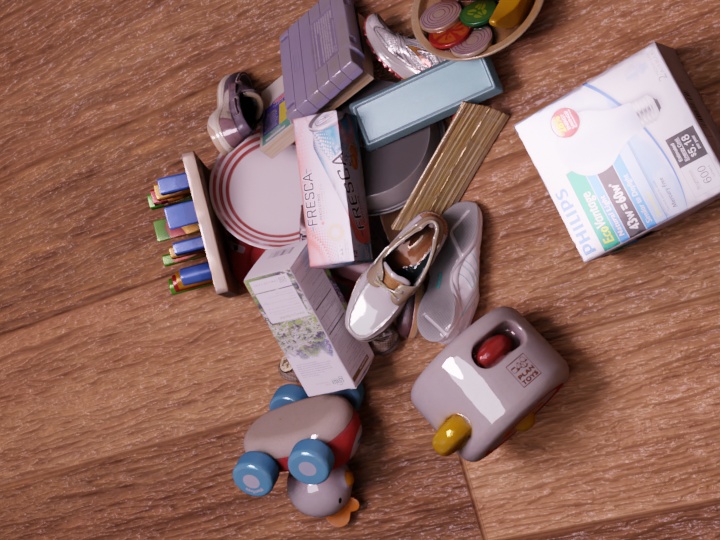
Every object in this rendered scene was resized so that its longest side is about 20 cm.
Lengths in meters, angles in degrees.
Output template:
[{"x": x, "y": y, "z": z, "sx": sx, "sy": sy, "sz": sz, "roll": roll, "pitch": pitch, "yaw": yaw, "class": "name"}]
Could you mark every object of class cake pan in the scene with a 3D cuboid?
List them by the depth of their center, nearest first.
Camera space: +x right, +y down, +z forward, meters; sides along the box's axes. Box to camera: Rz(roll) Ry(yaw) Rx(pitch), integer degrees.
[{"x": 0.016, "y": -0.173, "z": 1.611, "sx": 0.200, "sy": 0.037, "sz": 0.200, "roll": -6, "pitch": 71, "yaw": 16, "class": "cake pan"}]

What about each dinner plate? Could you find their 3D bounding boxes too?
[{"x": -0.114, "y": -0.118, "z": 1.684, "sx": 0.200, "sy": 0.024, "sz": 0.200, "roll": 1, "pitch": 68, "yaw": -3, "class": "dinner plate"}]

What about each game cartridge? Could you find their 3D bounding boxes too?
[{"x": -0.053, "y": -0.297, "z": 1.619, "sx": 0.130, "sy": 0.038, "sz": 0.200, "roll": -33, "pitch": 39, "yaw": 23, "class": "game cartridge"}]

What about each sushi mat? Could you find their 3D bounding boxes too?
[{"x": 0.120, "y": -0.133, "z": 1.575, "sx": 0.012, "sy": 0.096, "sz": 0.200, "roll": 46, "pitch": 115, "yaw": 40, "class": "sushi mat"}]

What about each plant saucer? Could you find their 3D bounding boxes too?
[{"x": 0.083, "y": -0.226, "z": 1.551, "sx": 0.200, "sy": 0.019, "sz": 0.070, "roll": -23, "pitch": 87, "yaw": 18, "class": "plant saucer"}]

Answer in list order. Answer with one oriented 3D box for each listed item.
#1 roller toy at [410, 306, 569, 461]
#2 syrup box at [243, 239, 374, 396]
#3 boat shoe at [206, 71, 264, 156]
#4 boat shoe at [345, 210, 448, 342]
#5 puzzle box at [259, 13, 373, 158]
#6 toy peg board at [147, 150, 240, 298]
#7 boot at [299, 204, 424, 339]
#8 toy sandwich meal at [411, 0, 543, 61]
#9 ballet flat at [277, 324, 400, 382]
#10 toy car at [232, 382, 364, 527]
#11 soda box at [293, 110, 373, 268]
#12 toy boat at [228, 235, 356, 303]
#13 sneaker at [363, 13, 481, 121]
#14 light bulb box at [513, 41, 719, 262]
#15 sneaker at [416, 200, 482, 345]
[{"x": 0.170, "y": 0.151, "z": 1.520, "sx": 0.140, "sy": 0.200, "sz": 0.182, "roll": 47, "pitch": 107, "yaw": 15, "class": "roller toy"}, {"x": -0.067, "y": 0.066, "z": 1.594, "sx": 0.079, "sy": 0.081, "sz": 0.200, "roll": -14, "pitch": 116, "yaw": 31, "class": "syrup box"}, {"x": -0.167, "y": -0.229, "z": 1.674, "sx": 0.065, "sy": 0.200, "sz": 0.072, "roll": -19, "pitch": 117, "yaw": 15, "class": "boat shoe"}, {"x": 0.042, "y": 0.007, "z": 1.553, "sx": 0.075, "sy": 0.068, "sz": 0.200, "roll": 32, "pitch": 97, "yaw": 3, "class": "boat shoe"}, {"x": -0.064, "y": -0.257, "z": 1.649, "sx": 0.200, "sy": 0.025, "sz": 0.133, "roll": -34, "pitch": 39, "yaw": 29, "class": "puzzle box"}, {"x": -0.251, "y": -0.051, "z": 1.702, "sx": 0.098, "sy": 0.199, "sz": 0.200, "roll": -15, "pitch": 88, "yaw": -2, "class": "toy peg board"}, {"x": 0.000, "y": 0.000, "z": 1.626, "sx": 0.166, "sy": 0.072, "sz": 0.200, "roll": -3, "pitch": 79, "yaw": -4, "class": "boot"}, {"x": 0.146, "y": -0.364, "z": 1.516, "sx": 0.205, "sy": 0.070, "sz": 0.205, "roll": -12, "pitch": 61, "yaw": 22, "class": "toy sandwich meal"}, {"x": -0.038, "y": 0.110, "z": 1.692, "sx": 0.200, "sy": 0.046, "sz": 0.067, "roll": -17, "pitch": 52, "yaw": 25, "class": "ballet flat"}, {"x": -0.053, "y": 0.283, "z": 1.689, "sx": 0.177, "sy": 0.184, "sz": 0.200, "roll": -17, "pitch": 116, "yaw": 27, "class": "toy car"}, {"x": -0.035, "y": -0.104, "z": 1.550, "sx": 0.068, "sy": 0.064, "sz": 0.200, "roll": -8, "pitch": 88, "yaw": 25, "class": "soda box"}, {"x": -0.106, "y": 0.000, "z": 1.681, "sx": 0.200, "sy": 0.131, "sz": 0.131, "roll": 27, "pitch": 107, "yaw": 23, "class": "toy boat"}, {"x": 0.089, "y": -0.284, "z": 1.594, "sx": 0.200, "sy": 0.078, "sz": 0.082, "roll": 40, "pitch": 105, "yaw": 10, "class": "sneaker"}, {"x": 0.329, "y": -0.141, "z": 1.446, "sx": 0.200, "sy": 0.125, "sz": 0.198, "roll": -30, "pitch": 81, "yaw": 25, "class": "light bulb box"}, {"x": 0.129, "y": 0.005, "z": 1.600, "sx": 0.070, "sy": 0.080, "sz": 0.200, "roll": 7, "pitch": 79, "yaw": 35, "class": "sneaker"}]
